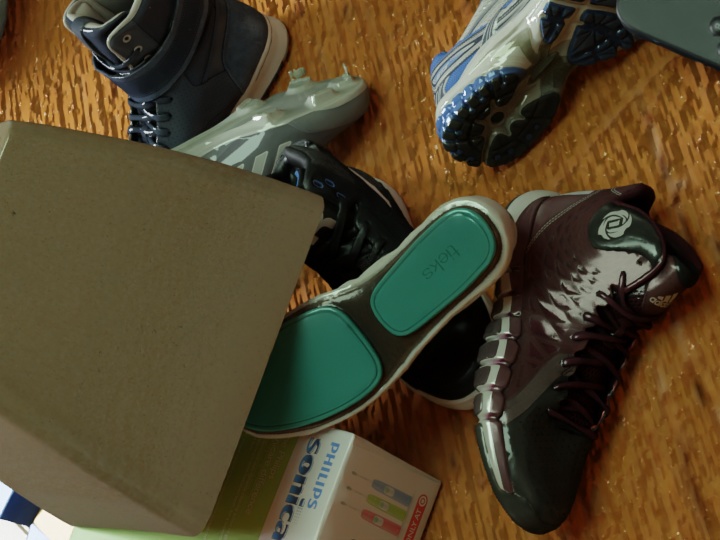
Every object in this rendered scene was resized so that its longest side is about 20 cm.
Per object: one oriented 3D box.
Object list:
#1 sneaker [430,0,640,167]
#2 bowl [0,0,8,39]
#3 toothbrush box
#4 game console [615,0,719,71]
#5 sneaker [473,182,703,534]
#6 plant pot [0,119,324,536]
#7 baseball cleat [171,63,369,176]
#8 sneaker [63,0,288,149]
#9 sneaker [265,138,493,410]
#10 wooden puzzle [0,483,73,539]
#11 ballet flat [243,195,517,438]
[{"bbox_3d":[0.109,-0.157,1.421,0.200,0.077,0.085,-42,42,19],"label":"sneaker"},{"bbox_3d":[-0.342,-0.198,1.845,0.200,0.105,0.202,-21,56,34],"label":"bowl"},{"bbox_3d":[-0.071,0.158,1.422,0.199,0.086,0.147,9,74,46],"label":"toothbrush box"},{"bbox_3d":[0.235,-0.203,1.283,0.172,0.119,0.201,26,87,23],"label":"game console"},{"bbox_3d":[0.127,0.037,1.307,0.115,0.076,0.202,-15,59,35],"label":"sneaker"},{"bbox_3d":[-0.167,0.020,1.367,0.200,0.176,0.201,-8,59,62],"label":"plant pot"},{"bbox_3d":[-0.074,-0.050,1.551,0.199,0.107,0.070,-24,19,2],"label":"baseball cleat"},{"bbox_3d":[-0.147,-0.100,1.583,0.077,0.146,0.204,22,87,45],"label":"sneaker"},{"bbox_3d":[0.000,0.000,1.416,0.073,0.112,0.200,-51,44,13],"label":"sneaker"},{"bbox_3d":[-0.223,0.191,1.579,0.185,0.046,0.201,35,95,47],"label":"wooden puzzle"},{"bbox_3d":[0.012,0.028,1.346,0.200,0.069,0.070,-38,48,23],"label":"ballet flat"}]
